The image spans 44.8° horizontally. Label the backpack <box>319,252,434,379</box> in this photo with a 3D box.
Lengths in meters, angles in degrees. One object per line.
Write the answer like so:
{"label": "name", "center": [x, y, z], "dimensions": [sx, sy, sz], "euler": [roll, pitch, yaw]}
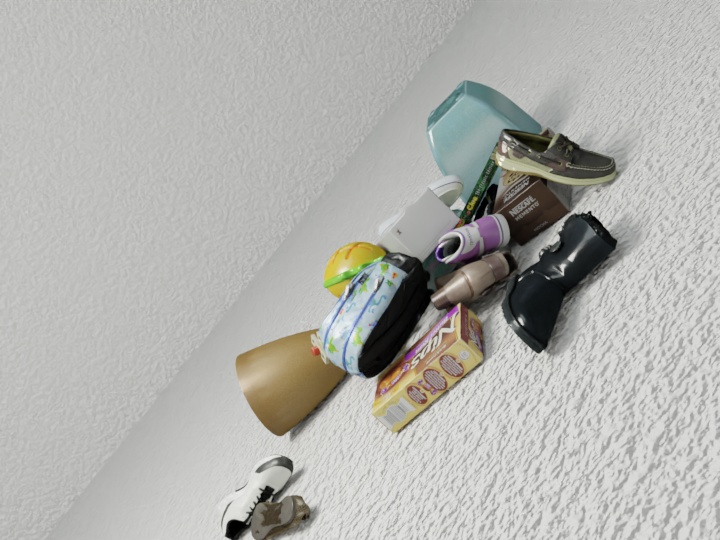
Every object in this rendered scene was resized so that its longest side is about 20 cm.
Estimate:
{"label": "backpack", "center": [0.024, 0.083, 1.467], "dimensions": [0.164, 0.151, 0.203], "euler": [66, -138, -61]}

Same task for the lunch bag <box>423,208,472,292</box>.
{"label": "lunch bag", "center": [0.144, -0.034, 1.728], "dimensions": [0.201, 0.077, 0.160], "euler": [-53, 14, -15]}

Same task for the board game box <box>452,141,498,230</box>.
{"label": "board game box", "center": [0.214, -0.133, 1.625], "dimensions": [0.202, 0.023, 0.105], "euler": [-62, -10, -19]}

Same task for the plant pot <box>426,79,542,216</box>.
{"label": "plant pot", "center": [0.243, -0.274, 1.803], "dimensions": [0.195, 0.200, 0.197], "euler": [-42, 16, 23]}

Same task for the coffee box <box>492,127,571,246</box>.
{"label": "coffee box", "center": [0.305, -0.150, 1.528], "dimensions": [0.113, 0.080, 0.201], "euler": [-38, 17, 33]}

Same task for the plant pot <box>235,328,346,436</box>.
{"label": "plant pot", "center": [-0.123, 0.204, 1.772], "dimensions": [0.198, 0.188, 0.187], "euler": [-32, 17, 10]}

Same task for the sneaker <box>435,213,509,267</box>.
{"label": "sneaker", "center": [0.173, -0.039, 1.496], "dimensions": [0.112, 0.074, 0.201], "euler": [-18, -15, -12]}

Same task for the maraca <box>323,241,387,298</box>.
{"label": "maraca", "center": [0.000, 0.000, 1.585], "dimensions": [0.135, 0.109, 0.200], "euler": [-24, -1, -15]}

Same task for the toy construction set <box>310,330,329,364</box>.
{"label": "toy construction set", "center": [0.004, 0.120, 1.624], "dimensions": [0.198, 0.132, 0.092], "euler": [-28, -22, -7]}

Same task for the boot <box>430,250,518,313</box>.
{"label": "boot", "center": [0.196, 0.016, 1.465], "dimensions": [0.145, 0.071, 0.200], "euler": [-30, 0, 14]}

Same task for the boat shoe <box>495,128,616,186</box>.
{"label": "boat shoe", "center": [0.313, -0.187, 1.406], "dimensions": [0.198, 0.067, 0.072], "euler": [13, 39, 23]}

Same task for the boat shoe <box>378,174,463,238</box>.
{"label": "boat shoe", "center": [0.127, -0.102, 1.704], "dimensions": [0.199, 0.073, 0.067], "euler": [-38, 47, 18]}

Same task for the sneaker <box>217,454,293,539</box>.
{"label": "sneaker", "center": [-0.188, 0.421, 1.606], "dimensions": [0.200, 0.073, 0.080], "euler": [-49, 27, 20]}

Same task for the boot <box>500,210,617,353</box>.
{"label": "boot", "center": [0.277, 0.007, 1.204], "dimensions": [0.168, 0.076, 0.201], "euler": [-48, 7, 23]}

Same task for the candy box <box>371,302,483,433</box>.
{"label": "candy box", "center": [0.107, 0.155, 1.386], "dimensions": [0.200, 0.056, 0.117], "euler": [-45, 13, 23]}

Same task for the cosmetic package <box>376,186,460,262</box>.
{"label": "cosmetic package", "center": [0.098, -0.068, 1.564], "dimensions": [0.108, 0.085, 0.200], "euler": [-47, 2, -6]}

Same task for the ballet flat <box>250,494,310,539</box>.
{"label": "ballet flat", "center": [-0.136, 0.419, 1.483], "dimensions": [0.200, 0.046, 0.069], "euler": [-41, 46, 51]}

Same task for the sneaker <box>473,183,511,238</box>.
{"label": "sneaker", "center": [0.247, -0.087, 1.606], "dimensions": [0.083, 0.071, 0.201], "euler": [-59, 4, 27]}
